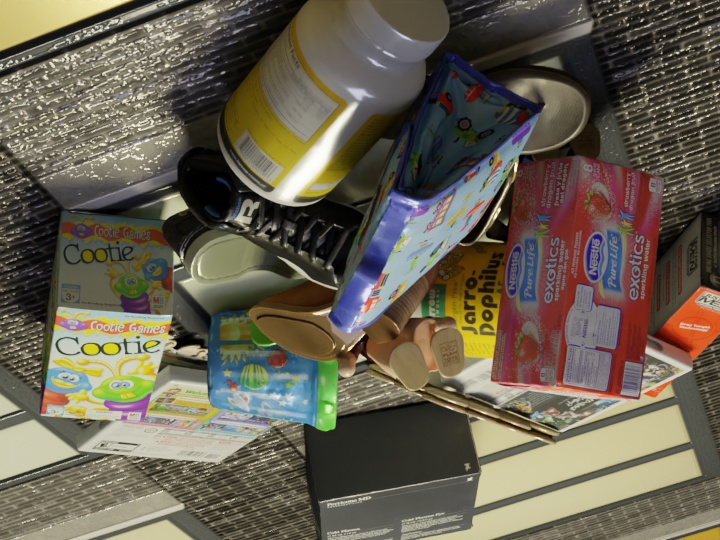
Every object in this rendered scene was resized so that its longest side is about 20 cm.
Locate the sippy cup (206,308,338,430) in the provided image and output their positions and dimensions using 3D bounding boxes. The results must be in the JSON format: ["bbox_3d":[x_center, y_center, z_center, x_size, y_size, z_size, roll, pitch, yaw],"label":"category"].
[{"bbox_3d":[-0.089,0.092,1.564,0.130,0.140,0.179,1,123,-4],"label":"sippy cup"}]

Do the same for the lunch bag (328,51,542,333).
[{"bbox_3d":[0.044,-0.047,1.197,0.094,0.200,0.151,31,133,2],"label":"lunch bag"}]

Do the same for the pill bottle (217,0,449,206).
[{"bbox_3d":[-0.020,-0.146,1.200,0.112,0.112,0.200,10,142,-34],"label":"pill bottle"}]

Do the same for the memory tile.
[{"bbox_3d":[0.116,0.149,1.732,0.199,0.017,0.153,23,178,-38],"label":"memory tile"}]

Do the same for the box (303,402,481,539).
[{"bbox_3d":[0.037,0.254,1.892,0.199,0.105,0.182,-9,150,-7],"label":"box"}]

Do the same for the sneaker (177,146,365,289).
[{"bbox_3d":[-0.067,-0.036,1.276,0.073,0.199,0.112,-65,164,10],"label":"sneaker"}]

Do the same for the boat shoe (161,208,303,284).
[{"bbox_3d":[-0.089,-0.034,1.407,0.201,0.061,0.072,-5,128,-46],"label":"boat shoe"}]

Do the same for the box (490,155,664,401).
[{"bbox_3d":[0.188,0.008,1.348,0.099,0.201,0.095,11,173,-32],"label":"box"}]

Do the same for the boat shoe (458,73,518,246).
[{"bbox_3d":[0.109,-0.098,1.380,0.071,0.060,0.200,-3,148,-15],"label":"boat shoe"}]

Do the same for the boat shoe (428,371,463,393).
[{"bbox_3d":[0.120,0.099,1.715,0.199,0.071,0.064,18,106,-30],"label":"boat shoe"}]

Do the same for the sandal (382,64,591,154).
[{"bbox_3d":[0.089,-0.127,1.280,0.199,0.055,0.082,5,127,5],"label":"sandal"}]

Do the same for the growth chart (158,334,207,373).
[{"bbox_3d":[-0.212,0.113,1.649,0.144,0.018,0.200,-30,145,26],"label":"growth chart"}]

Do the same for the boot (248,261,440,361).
[{"bbox_3d":[0.000,0.000,1.403,0.199,0.155,0.074,-6,134,43],"label":"boot"}]

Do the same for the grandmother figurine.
[{"bbox_3d":[0.030,0.063,1.413,0.121,0.061,0.200,-9,-171,-21],"label":"grandmother figurine"}]

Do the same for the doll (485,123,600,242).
[{"bbox_3d":[0.184,-0.061,1.481,0.136,0.049,0.200,-6,149,-9],"label":"doll"}]

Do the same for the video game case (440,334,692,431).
[{"bbox_3d":[0.216,0.104,1.634,0.181,0.023,0.200,24,142,-30],"label":"video game case"}]

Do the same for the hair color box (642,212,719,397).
[{"bbox_3d":[0.337,0.040,1.645,0.061,0.102,0.200,18,143,-10],"label":"hair color box"}]

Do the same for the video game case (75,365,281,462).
[{"bbox_3d":[-0.182,0.161,1.704,0.199,0.022,0.182,12,144,-42],"label":"video game case"}]

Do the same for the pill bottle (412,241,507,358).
[{"bbox_3d":[0.115,0.028,1.489,0.199,0.113,0.113,3,159,29],"label":"pill bottle"}]

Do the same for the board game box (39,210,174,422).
[{"bbox_3d":[-0.237,0.047,1.434,0.104,0.103,0.200,5,146,-13],"label":"board game box"}]
